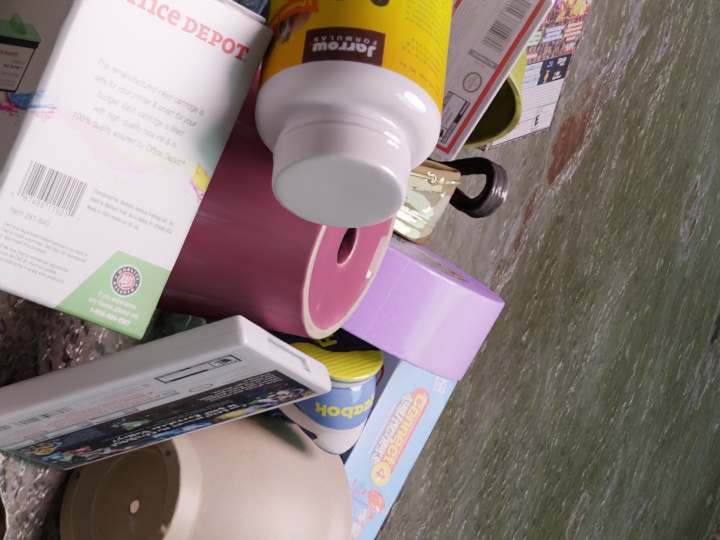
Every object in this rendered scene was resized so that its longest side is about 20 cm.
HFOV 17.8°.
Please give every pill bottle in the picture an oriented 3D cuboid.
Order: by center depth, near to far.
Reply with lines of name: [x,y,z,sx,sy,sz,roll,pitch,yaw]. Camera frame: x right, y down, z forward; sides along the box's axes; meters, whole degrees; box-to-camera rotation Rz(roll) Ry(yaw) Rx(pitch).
pill bottle: [-0.003,-0.129,1.360,0.109,0.109,0.200,78,15,-58]

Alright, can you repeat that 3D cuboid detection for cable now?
cable: [0.060,-0.070,1.845,0.050,0.200,0.097,33,64,-35]

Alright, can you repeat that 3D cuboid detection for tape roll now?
tape roll: [0.000,0.000,1.621,0.066,0.200,0.200,-59,161,4]

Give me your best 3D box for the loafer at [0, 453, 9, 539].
loafer: [-0.249,0.108,1.353,0.076,0.068,0.200,-59,159,-23]

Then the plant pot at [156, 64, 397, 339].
plant pot: [-0.081,-0.048,1.460,0.200,0.179,0.200,-52,154,-38]

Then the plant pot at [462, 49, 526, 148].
plant pot: [0.040,-0.218,1.612,0.200,0.200,0.193,70,34,-63]

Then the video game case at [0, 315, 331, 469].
video game case: [-0.138,0.081,1.473,0.182,0.200,0.023,38,36,-70]

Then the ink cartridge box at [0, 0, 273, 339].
ink cartridge box: [-0.157,-0.080,1.302,0.145,0.084,0.200,24,89,-48]

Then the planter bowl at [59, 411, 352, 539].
planter bowl: [-0.123,0.178,1.617,0.135,0.200,0.200,28,85,-44]

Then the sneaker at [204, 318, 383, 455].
sneaker: [-0.058,0.061,1.637,0.074,0.200,0.082,-14,121,-27]

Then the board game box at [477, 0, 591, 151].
board game box: [0.119,-0.216,1.919,0.159,0.097,0.200,-21,131,-64]

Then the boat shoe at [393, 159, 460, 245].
boat shoe: [-0.016,-0.087,1.628,0.201,0.073,0.063,31,94,-29]

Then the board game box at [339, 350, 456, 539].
board game box: [-0.046,0.145,1.752,0.056,0.196,0.200,39,71,-30]

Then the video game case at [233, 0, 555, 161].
video game case: [0.006,-0.172,1.474,0.143,0.200,0.017,-57,-175,35]
